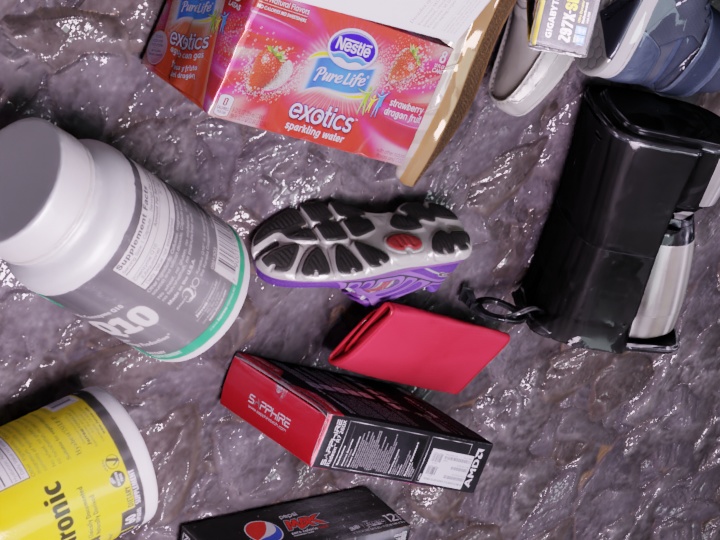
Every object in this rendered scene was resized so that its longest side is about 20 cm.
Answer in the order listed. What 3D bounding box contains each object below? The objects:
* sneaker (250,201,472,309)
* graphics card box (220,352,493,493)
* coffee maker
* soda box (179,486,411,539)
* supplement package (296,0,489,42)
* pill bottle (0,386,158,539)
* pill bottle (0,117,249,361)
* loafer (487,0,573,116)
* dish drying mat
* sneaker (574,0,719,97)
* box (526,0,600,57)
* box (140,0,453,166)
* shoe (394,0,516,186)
[{"bbox_3d":[0.000,0.000,1.677,0.199,0.081,0.084,-1,133,-35],"label":"sneaker"},{"bbox_3d":[-0.002,0.124,1.715,0.199,0.125,0.051,13,101,-46],"label":"graphics card box"},{"bbox_3d":[0.209,-0.042,1.781,0.191,0.135,0.201,-6,122,-36],"label":"coffee maker"},{"bbox_3d":[-0.058,0.240,1.782,0.199,0.071,0.064,-7,120,-38],"label":"soda box"},{"bbox_3d":[0.007,-0.253,1.462,0.199,0.117,0.117,8,133,-44],"label":"supplement package"},{"bbox_3d":[-0.256,0.171,1.538,0.199,0.111,0.112,-24,131,-26],"label":"pill bottle"},{"bbox_3d":[-0.177,-0.022,1.478,0.113,0.113,0.200,-54,137,2],"label":"pill bottle"},{"bbox_3d":[0.146,-0.220,1.666,0.069,0.070,0.201,19,96,-40],"label":"loafer"},{"bbox_3d":[0.052,0.065,1.772,0.077,0.018,0.200,-47,151,17],"label":"dish drying mat"},{"bbox_3d":[0.280,-0.236,1.750,0.145,0.077,0.203,14,117,-33],"label":"sneaker"},{"bbox_3d":[0.162,-0.272,1.523,0.049,0.160,0.202,12,112,1],"label":"box"},{"bbox_3d":[-0.043,-0.153,1.519,0.199,0.095,0.100,13,107,-45],"label":"box"},{"bbox_3d":[0.067,-0.161,1.651,0.201,0.053,0.070,-65,169,18],"label":"shoe"}]
